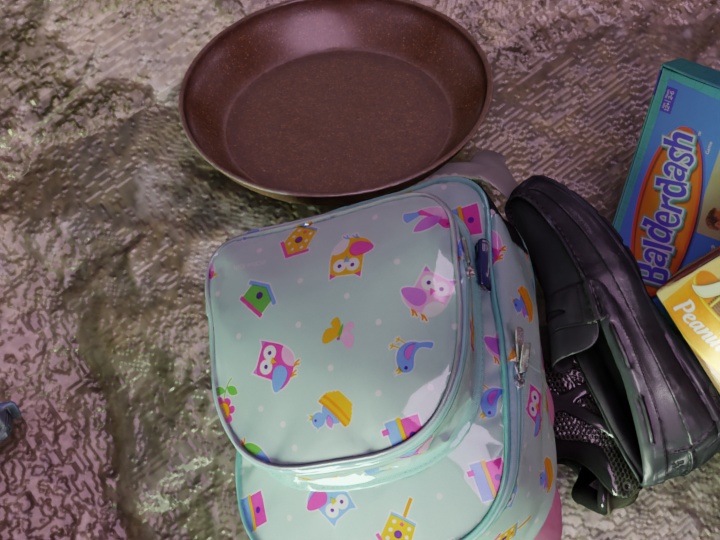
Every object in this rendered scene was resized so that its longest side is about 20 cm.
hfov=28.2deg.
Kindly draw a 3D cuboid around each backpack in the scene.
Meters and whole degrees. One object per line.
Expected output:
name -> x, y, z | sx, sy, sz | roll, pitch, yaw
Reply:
backpack -> 0.011, 0.064, 0.750 | 0.174, 0.153, 0.203 | -13, 76, 17

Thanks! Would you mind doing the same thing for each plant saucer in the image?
plant saucer -> -0.015, -0.104, 0.909 | 0.197, 0.037, 0.202 | -3, 45, 3

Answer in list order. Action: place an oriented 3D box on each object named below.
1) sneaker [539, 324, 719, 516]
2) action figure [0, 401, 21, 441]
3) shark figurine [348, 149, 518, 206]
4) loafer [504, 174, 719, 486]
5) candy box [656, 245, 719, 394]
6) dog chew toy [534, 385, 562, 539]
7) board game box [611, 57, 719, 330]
sneaker -> 0.198, 0.101, 0.905 | 0.196, 0.076, 0.116 | 6, 79, -1
action figure -> -0.302, 0.098, 0.821 | 0.197, 0.105, 0.195 | -14, 44, -3
shark figurine -> 0.004, -0.022, 0.914 | 0.215, 0.089, 0.128 | -49, 120, -5
loafer -> 0.140, 0.033, 0.853 | 0.070, 0.068, 0.202 | -26, 72, -18
candy box -> 0.271, 0.063, 0.806 | 0.115, 0.055, 0.201 | -34, 86, 33
dog chew toy -> 0.063, 0.098, 0.862 | 0.123, 0.125, 0.203 | 6, 82, -4
board game box -> 0.252, -0.021, 0.855 | 0.198, 0.045, 0.154 | 25, 114, 23
